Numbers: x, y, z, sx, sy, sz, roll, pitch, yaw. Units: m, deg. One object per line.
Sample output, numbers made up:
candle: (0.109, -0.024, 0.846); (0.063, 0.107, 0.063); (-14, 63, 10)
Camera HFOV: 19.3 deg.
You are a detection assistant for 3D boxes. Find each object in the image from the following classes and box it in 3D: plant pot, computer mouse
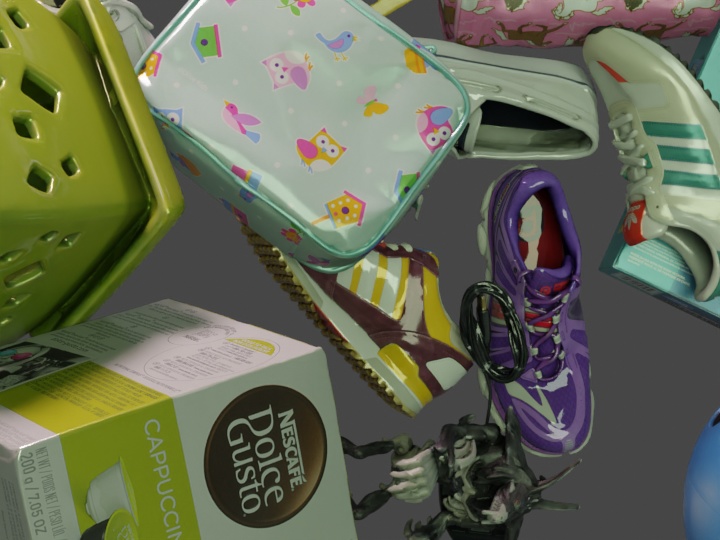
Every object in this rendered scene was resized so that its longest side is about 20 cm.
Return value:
plant pot: (-0.232, -0.058, 1.286); (0.181, 0.199, 0.201); (-2, 59, -41)
computer mouse: (0.086, 0.101, 1.428); (0.058, 0.034, 0.201); (7, 109, 15)

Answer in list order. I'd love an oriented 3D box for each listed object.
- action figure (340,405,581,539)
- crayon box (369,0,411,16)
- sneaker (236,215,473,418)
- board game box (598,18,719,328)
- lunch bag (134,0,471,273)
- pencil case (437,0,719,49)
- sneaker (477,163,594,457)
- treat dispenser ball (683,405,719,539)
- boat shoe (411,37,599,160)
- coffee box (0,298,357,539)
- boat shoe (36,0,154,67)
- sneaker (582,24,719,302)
action figure: (0.039, 0.146, 1.382); (0.199, 0.102, 0.119); (6, 123, 15)
crayon box: (-0.055, -0.243, 1.440); (0.127, 0.051, 0.200); (-31, 91, -8)
sneaker: (0.000, 0.000, 1.430); (0.090, 0.075, 0.200); (-41, 101, -10)
board game box: (0.276, -0.059, 1.480); (0.151, 0.047, 0.201); (25, 84, -5)
lunch bag: (-0.034, -0.105, 1.362); (0.200, 0.077, 0.161); (37, 74, 2)
pencil case: (0.147, -0.199, 1.451); (0.199, 0.083, 0.087); (-5, 58, -7)
sneaker: (0.118, 0.028, 1.436); (0.080, 0.083, 0.201); (-9, 90, -8)
treat dispenser ball: (0.313, 0.156, 1.398); (0.200, 0.201, 0.202); (0, 87, -8)
boat shoe: (0.066, -0.110, 1.430); (0.199, 0.074, 0.066); (0, 46, -7)
coffee box: (-0.133, 0.147, 1.238); (0.197, 0.200, 0.201); (-17, 106, -29)
boat shoe: (-0.184, -0.174, 1.393); (0.074, 0.086, 0.202); (-31, 92, -8)
sneaker: (0.201, -0.068, 1.410); (0.093, 0.070, 0.200); (-40, 95, -13)
